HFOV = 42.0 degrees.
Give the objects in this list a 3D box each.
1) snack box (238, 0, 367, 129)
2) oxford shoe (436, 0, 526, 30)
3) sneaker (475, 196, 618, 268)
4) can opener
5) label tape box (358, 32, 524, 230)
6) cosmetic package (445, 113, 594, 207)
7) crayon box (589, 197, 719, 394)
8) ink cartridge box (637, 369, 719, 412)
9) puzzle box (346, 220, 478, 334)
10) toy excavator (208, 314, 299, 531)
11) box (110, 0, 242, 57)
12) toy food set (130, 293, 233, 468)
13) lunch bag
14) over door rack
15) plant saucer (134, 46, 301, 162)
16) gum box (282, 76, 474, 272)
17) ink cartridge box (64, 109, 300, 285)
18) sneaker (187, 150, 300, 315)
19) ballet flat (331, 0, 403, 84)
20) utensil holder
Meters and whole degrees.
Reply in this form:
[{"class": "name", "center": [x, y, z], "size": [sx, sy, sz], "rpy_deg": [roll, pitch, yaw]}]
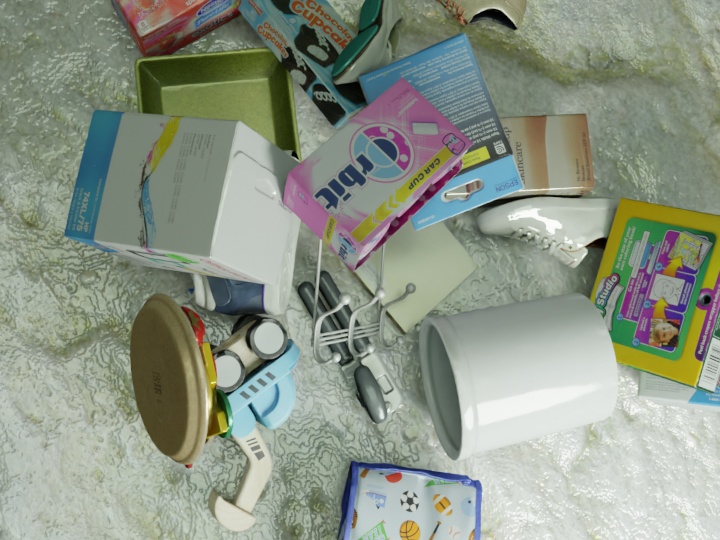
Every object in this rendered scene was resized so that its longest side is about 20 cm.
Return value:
[{"class": "snack box", "center": [-0.053, -0.286, 1.206], "size": [0.201, 0.037, 0.116], "rpy_deg": [51, 45, 2]}, {"class": "oxford shoe", "center": [0.131, -0.372, 1.255], "size": [0.196, 0.070, 0.076], "rpy_deg": [9, 85, -4]}, {"class": "sneaker", "center": [0.248, -0.047, 1.214], "size": [0.196, 0.073, 0.086], "rpy_deg": [-2, 79, -9]}, {"class": "can opener", "center": [-0.011, 0.093, 1.169], "size": [0.052, 0.067, 0.202], "rpy_deg": [-29, 81, -9]}, {"class": "label tape box", "center": [0.097, -0.162, 1.131], "size": [0.141, 0.066, 0.203], "rpy_deg": [-21, 82, 4]}, {"class": "cosmetic package", "center": [0.192, -0.141, 1.215], "size": [0.196, 0.087, 0.106], "rpy_deg": [-5, 83, -8]}, {"class": "crayon box", "center": [0.374, 0.027, 1.152], "size": [0.058, 0.171, 0.204], "rpy_deg": [19, 89, -43]}, {"class": "ink cartridge box", "center": [0.439, 0.071, 1.178], "size": [0.084, 0.143, 0.204], "rpy_deg": [19, 77, -48]}, {"class": "puzzle box", "center": [0.041, -0.037, 1.212], "size": [0.133, 0.025, 0.201], "rpy_deg": [-39, 87, -10]}, {"class": "toy excavator", "center": [-0.133, 0.180, 1.126], "size": [0.193, 0.100, 0.202], "rpy_deg": [-36, 102, -18]}, {"class": "box", "center": [-0.215, -0.367, 1.197], "size": [0.198, 0.095, 0.104], "rpy_deg": [-32, 85, -11]}, {"class": "toy food set", "center": [-0.212, 0.126, 1.074], "size": [0.048, 0.199, 0.202], "rpy_deg": [-8, 80, -34]}, {"class": "lunch bag", "center": [0.052, 0.335, 1.107], "size": [0.166, 0.124, 0.204], "rpy_deg": [8, 88, -5]}, {"class": "over door rack", "center": [0.000, 0.000, 1.109], "size": [0.066, 0.147, 0.204], "rpy_deg": [-4, 91, 36]}, {"class": "plant saucer", "center": [-0.178, -0.174, 1.195], "size": [0.196, 0.048, 0.204], "rpy_deg": [-6, 82, -8]}, {"class": "gum box", "center": [0.023, -0.111, 1.036], "size": [0.113, 0.066, 0.200], "rpy_deg": [43, 66, 9]}, {"class": "ink cartridge box", "center": [-0.192, -0.079, 1.039], "size": [0.197, 0.146, 0.149], "rpy_deg": [8, 81, 26]}, {"class": "sneaker", "center": [-0.151, -0.048, 1.130], "size": [0.143, 0.081, 0.204], "rpy_deg": [5, 88, 12]}, {"class": "ballet flat", "center": [0.020, -0.287, 1.195], "size": [0.068, 0.070, 0.202], "rpy_deg": [21, 47, -3]}, {"class": "utensil holder", "center": [0.187, 0.123, 1.133], "size": [0.196, 0.170, 0.173], "rpy_deg": [-10, 82, -9]}]
